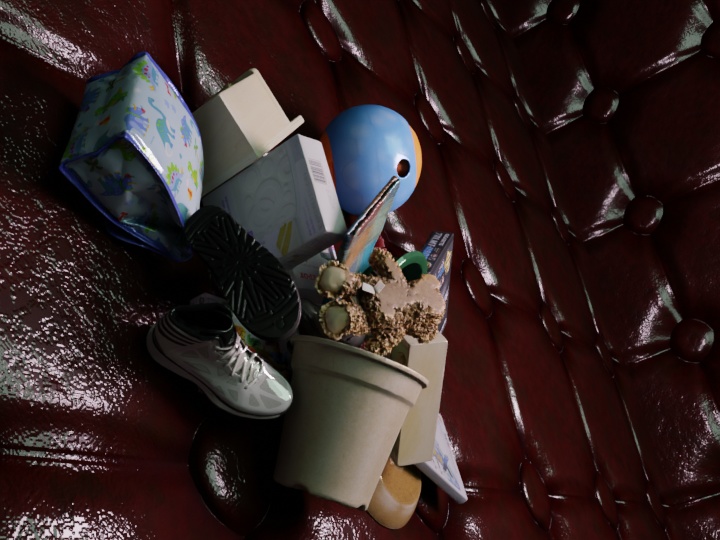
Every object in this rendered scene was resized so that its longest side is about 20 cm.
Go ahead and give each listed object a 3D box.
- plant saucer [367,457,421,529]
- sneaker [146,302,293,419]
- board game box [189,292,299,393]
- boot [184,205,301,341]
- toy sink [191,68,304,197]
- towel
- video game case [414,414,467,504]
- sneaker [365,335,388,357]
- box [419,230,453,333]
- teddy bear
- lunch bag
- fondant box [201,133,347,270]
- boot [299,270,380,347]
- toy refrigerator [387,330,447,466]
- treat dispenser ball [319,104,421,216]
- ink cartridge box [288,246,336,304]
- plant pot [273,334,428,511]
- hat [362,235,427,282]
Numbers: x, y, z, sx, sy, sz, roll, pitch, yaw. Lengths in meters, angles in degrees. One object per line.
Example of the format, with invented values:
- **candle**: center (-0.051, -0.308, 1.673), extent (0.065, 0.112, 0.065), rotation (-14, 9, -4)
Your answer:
- **plant saucer**: center (0.046, 0.307, 1.330), extent (0.200, 0.035, 0.203), rotation (42, 35, -37)
- **sneaker**: center (-0.154, 0.109, 0.983), extent (0.198, 0.115, 0.077), rotation (31, 57, -15)
- **board game box**: center (-0.149, 0.118, 1.135), extent (0.199, 0.034, 0.129), rotation (26, 47, -52)
- **boot**: center (-0.129, 0.025, 1.036), extent (0.212, 0.079, 0.159), rotation (52, -9, 27)
- **toy sink**: center (-0.190, -0.216, 1.245), extent (0.113, 0.129, 0.201), rotation (56, 29, -12)
- **towel**: center (-0.003, -0.028, 1.195), extent (0.021, 0.202, 0.147), rotation (31, 52, 8)
- **video game case**: center (0.111, 0.282, 1.426), extent (0.200, 0.022, 0.184), rotation (47, 19, -41)
- **sneaker**: center (0.055, 0.139, 1.329), extent (0.116, 0.074, 0.203), rotation (-100, 167, -61)
- **box**: center (0.132, 0.054, 1.584), extent (0.200, 0.048, 0.203), rotation (-52, 145, -61)
- **teddy bear**: center (0.021, 0.046, 1.106), extent (0.197, 0.067, 0.148), rotation (-15, 74, -41)
- **lunch bag**: center (-0.265, -0.133, 1.038), extent (0.201, 0.125, 0.173), rotation (52, 27, -43)
- **fondant box**: center (-0.124, -0.076, 1.165), extent (0.058, 0.198, 0.147), rotation (6, 61, -54)
- **boot**: center (-0.019, 0.046, 1.163), extent (0.068, 0.131, 0.200), rotation (42, -2, 27)
- **toy refrigerator**: center (0.074, 0.183, 1.238), extent (0.076, 0.068, 0.205), rotation (-132, -137, -59)
- **treat dispenser ball**: center (0.016, -0.202, 1.528), extent (0.200, 0.198, 0.204), rotation (41, 34, -37)
- **ink cartridge box**: center (-0.111, -0.043, 1.289), extent (0.147, 0.085, 0.204), rotation (12, 55, -58)
- **plant pot**: center (-0.027, 0.208, 1.097), extent (0.199, 0.197, 0.188), rotation (32, 71, -46)
- **hat**: center (0.000, 0.000, 1.364), extent (0.175, 0.168, 0.199), rotation (35, 10, 24)
